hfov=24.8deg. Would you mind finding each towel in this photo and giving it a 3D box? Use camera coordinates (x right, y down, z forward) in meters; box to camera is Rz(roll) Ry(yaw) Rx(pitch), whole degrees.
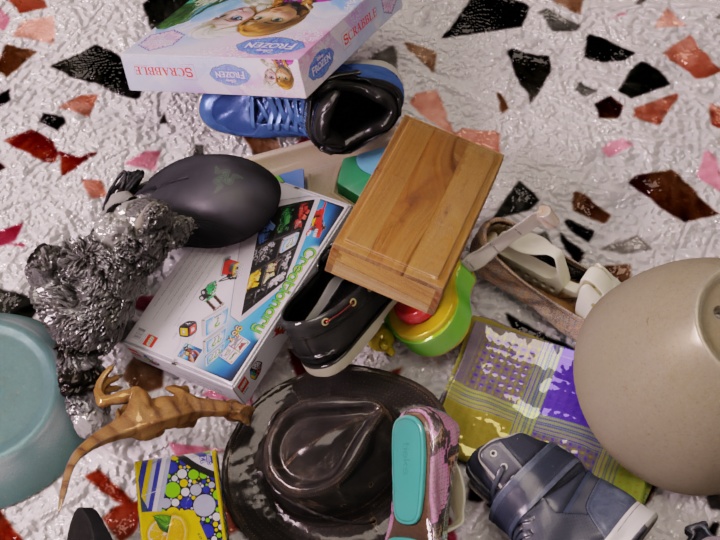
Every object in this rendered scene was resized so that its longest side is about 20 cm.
[{"bbox_3d":[0.165,0.123,1.403,0.200,0.023,0.144,20,57,14],"label":"towel"}]

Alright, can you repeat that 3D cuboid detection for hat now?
[{"bbox_3d":[-0.021,0.145,1.345,0.200,0.081,0.201,-3,58,5],"label":"hat"}]

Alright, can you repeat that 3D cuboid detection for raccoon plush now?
[{"bbox_3d":[-0.195,0.031,1.396,0.134,0.097,0.200,-17,91,16],"label":"raccoon plush"}]

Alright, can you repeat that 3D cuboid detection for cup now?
[{"bbox_3d":[0.291,0.067,1.336,0.200,0.143,0.200,5,66,-11],"label":"cup"}]

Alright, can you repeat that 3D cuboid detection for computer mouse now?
[{"bbox_3d":[-0.166,-0.059,1.463,0.200,0.053,0.139,-9,49,28],"label":"computer mouse"}]

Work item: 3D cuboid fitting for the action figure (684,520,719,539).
[{"bbox_3d":[0.293,0.276,1.244,0.193,0.105,0.200,-27,63,-25],"label":"action figure"}]

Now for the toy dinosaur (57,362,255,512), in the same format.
[{"bbox_3d":[-0.182,0.121,1.325,0.200,0.060,0.106,-17,24,-33],"label":"toy dinosaur"}]

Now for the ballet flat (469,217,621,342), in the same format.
[{"bbox_3d":[0.182,0.014,1.449,0.200,0.067,0.068,28,54,18],"label":"ballet flat"}]

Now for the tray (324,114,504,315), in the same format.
[{"bbox_3d":[0.050,-0.053,1.412,0.099,0.037,0.200,23,41,4],"label":"tray"}]

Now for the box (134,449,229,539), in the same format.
[{"bbox_3d":[-0.134,0.247,1.296,0.070,0.064,0.200,-8,55,-5],"label":"box"}]

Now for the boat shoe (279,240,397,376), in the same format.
[{"bbox_3d":[0.002,0.000,1.407,0.074,0.063,0.201,3,43,40],"label":"boat shoe"}]

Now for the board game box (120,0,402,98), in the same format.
[{"bbox_3d":[-0.092,-0.230,1.566,0.200,0.041,0.200,5,35,29],"label":"board game box"}]

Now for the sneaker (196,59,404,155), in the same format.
[{"bbox_3d":[-0.058,-0.154,1.536,0.200,0.077,0.111,-2,21,0],"label":"sneaker"}]

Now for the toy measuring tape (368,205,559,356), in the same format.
[{"bbox_3d":[0.093,0.020,1.421,0.200,0.074,0.074,-32,57,13],"label":"toy measuring tape"}]

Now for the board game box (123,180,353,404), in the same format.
[{"bbox_3d":[-0.104,0.010,1.442,0.126,0.035,0.200,20,66,30],"label":"board game box"}]

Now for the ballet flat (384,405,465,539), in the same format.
[{"bbox_3d":[0.053,0.209,1.301,0.071,0.069,0.200,12,82,-37],"label":"ballet flat"}]

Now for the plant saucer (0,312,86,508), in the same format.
[{"bbox_3d":[-0.330,0.111,1.408,0.200,0.036,0.200,0,56,0],"label":"plant saucer"}]

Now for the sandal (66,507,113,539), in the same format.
[{"bbox_3d":[-0.201,0.257,1.261,0.045,0.075,0.200,6,25,-34],"label":"sandal"}]

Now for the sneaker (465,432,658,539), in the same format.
[{"bbox_3d":[0.120,0.221,1.295,0.146,0.077,0.202,39,60,14],"label":"sneaker"}]

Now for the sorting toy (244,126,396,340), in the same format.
[{"bbox_3d":[-0.021,-0.044,1.511,0.185,0.036,0.200,-16,57,-10],"label":"sorting toy"}]
